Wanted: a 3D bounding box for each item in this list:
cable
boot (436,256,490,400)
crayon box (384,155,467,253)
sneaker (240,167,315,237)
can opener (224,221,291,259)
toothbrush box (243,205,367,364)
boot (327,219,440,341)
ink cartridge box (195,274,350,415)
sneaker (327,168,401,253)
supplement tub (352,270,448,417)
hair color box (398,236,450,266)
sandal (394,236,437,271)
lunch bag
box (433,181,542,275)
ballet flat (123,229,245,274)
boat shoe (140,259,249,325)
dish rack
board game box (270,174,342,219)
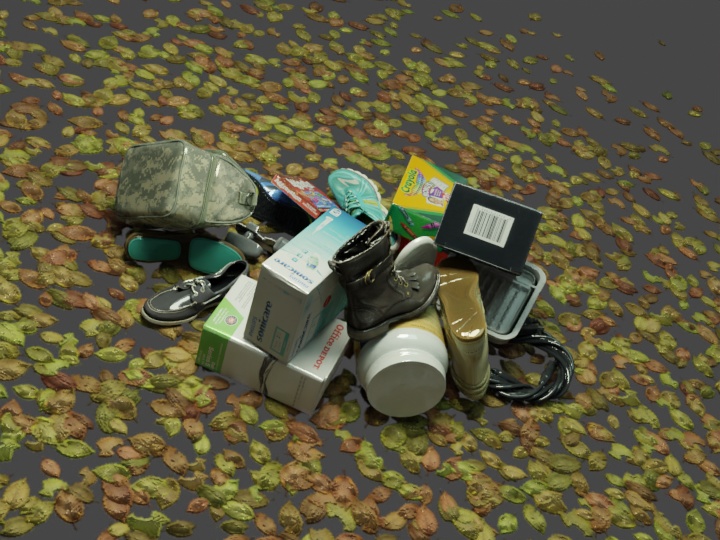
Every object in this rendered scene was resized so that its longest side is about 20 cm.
[{"bbox_3d":[0.259,0.157,1.766,0.199,0.051,0.164,-8,53,-25],"label":"cable"},{"bbox_3d":[0.165,0.089,1.672,0.072,0.156,0.201,-11,40,0],"label":"boot"},{"bbox_3d":[0.121,-0.125,1.928,0.118,0.058,0.200,23,35,0],"label":"crayon box"},{"bbox_3d":[-0.154,-0.125,1.910,0.199,0.066,0.078,32,25,15],"label":"sneaker"},{"bbox_3d":[-0.140,-0.019,1.802,0.199,0.053,0.067,30,70,11],"label":"can opener"},{"bbox_3d":[-0.074,0.018,1.550,0.085,0.147,0.200,32,40,15],"label":"toothbrush box"},{"bbox_3d":[0.041,-0.002,1.529,0.069,0.175,0.200,30,52,36],"label":"boot"},{"bbox_3d":[-0.129,0.112,1.602,0.199,0.084,0.146,25,38,6],"label":"ink cartridge box"},{"bbox_3d":[0.002,-0.113,1.915,0.079,0.078,0.200,7,41,-56],"label":"sneaker"},{"bbox_3d":[0.059,0.114,1.638,0.143,0.145,0.201,9,38,-14],"label":"supplement tub"},{"bbox_3d":[0.149,-0.046,1.947,0.199,0.061,0.101,34,40,18],"label":"hair color box"},{"bbox_3d":[0.086,-0.012,1.783,0.082,0.203,0.050,-31,67,-9],"label":"sandal"},{"bbox_3d":[-0.287,-0.128,1.731,0.167,0.140,0.199,19,-13,-42],"label":"lunch bag"},{"bbox_3d":[0.210,-0.065,1.723,0.148,0.108,0.200,20,2,8],"label":"box"},{"bbox_3d":[-0.291,-0.037,1.741,0.199,0.068,0.072,5,20,-14],"label":"ballet flat"},{"bbox_3d":[-0.258,0.028,1.663,0.199,0.063,0.073,-19,52,-40],"label":"boat shoe"},{"bbox_3d":[0.212,0.039,1.800,0.171,0.044,0.200,26,46,11],"label":"dish rack"},{"bbox_3d":[-0.091,-0.132,1.884,0.103,0.019,0.200,38,10,6],"label":"board game box"}]
